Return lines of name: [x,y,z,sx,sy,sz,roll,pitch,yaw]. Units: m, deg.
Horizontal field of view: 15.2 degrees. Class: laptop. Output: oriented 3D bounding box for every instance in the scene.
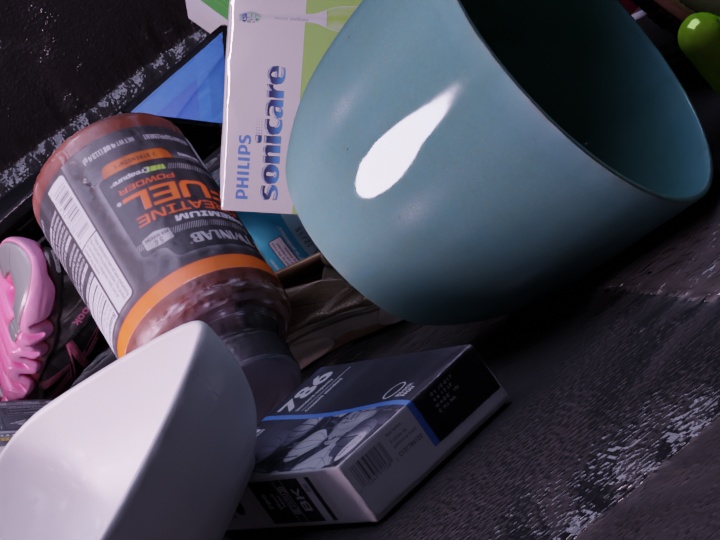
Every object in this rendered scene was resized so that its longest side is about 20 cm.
laptop: [-0.177,-0.079,1.755,0.177,0.103,0.200,-39,-20,24]

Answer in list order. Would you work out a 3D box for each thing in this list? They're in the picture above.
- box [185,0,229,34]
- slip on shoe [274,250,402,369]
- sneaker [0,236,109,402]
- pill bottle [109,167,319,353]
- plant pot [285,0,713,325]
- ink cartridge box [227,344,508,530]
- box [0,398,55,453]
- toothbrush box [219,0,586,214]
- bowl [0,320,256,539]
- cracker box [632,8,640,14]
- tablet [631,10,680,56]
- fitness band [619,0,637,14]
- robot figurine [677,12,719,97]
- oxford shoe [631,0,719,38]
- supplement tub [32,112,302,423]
box: [0.011,-0.216,1.810,0.200,0.199,0.171,-55,-5,-8]
slip on shoe: [0.000,0.000,1.617,0.200,0.061,0.076,-29,13,29]
sneaker: [-0.191,0.047,1.733,0.095,0.079,0.200,-11,-29,-24]
pill bottle: [-0.080,-0.010,1.766,0.200,0.111,0.111,-31,12,23]
plant pot: [0.058,-0.066,1.414,0.161,0.201,0.201,-42,7,26]
ink cartridge box: [-0.015,0.087,1.368,0.099,0.039,0.200,-42,12,-27]
box: [-0.237,0.115,1.619,0.200,0.048,0.158,-3,8,-11]
toothbrush box: [0.022,-0.110,1.540,0.200,0.146,0.086,2,22,-4]
bowl: [-0.133,0.135,1.334,0.200,0.075,0.200,-32,25,45]
cracker box: [0.169,-0.204,1.793,0.134,0.058,0.200,-54,1,-10]
tablet: [0.184,-0.147,1.688,0.130,0.014,0.200,-11,-6,-39]
fitness band: [0.099,-0.171,1.643,0.200,0.037,0.144,-29,30,9]
robot figurine: [0.246,-0.152,1.382,0.175,0.116,0.200,-26,14,19]
oxford shoe: [0.171,-0.177,1.481,0.075,0.200,0.070,-55,9,-1]
supplement tub: [-0.109,0.006,1.588,0.107,0.200,0.107,-22,-36,-18]
